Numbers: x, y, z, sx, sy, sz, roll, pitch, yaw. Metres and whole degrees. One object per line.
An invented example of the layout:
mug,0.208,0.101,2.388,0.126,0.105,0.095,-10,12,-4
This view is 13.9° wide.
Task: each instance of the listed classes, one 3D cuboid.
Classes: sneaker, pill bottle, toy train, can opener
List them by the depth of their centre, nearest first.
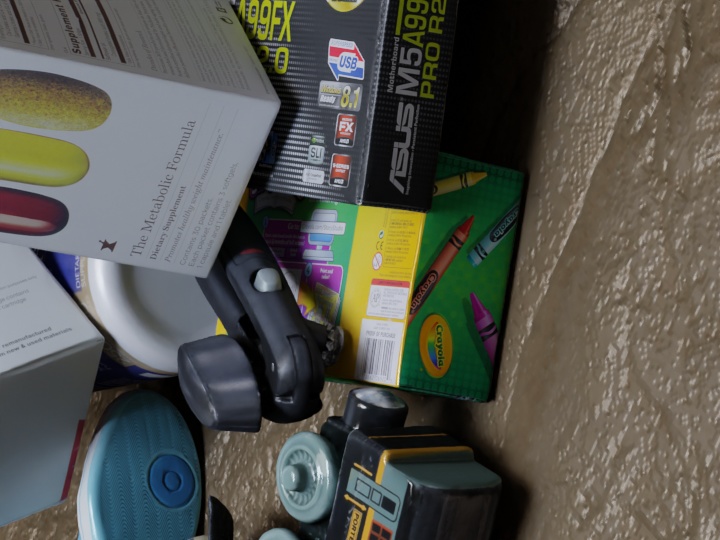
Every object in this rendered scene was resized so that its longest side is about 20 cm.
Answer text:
toy train,0.003,0.162,1.472,0.114,0.085,0.201,29,110,48
can opener,-0.060,0.013,1.532,0.200,0.078,0.064,-111,34,-54
sneaker,-0.156,0.175,1.734,0.130,0.079,0.201,-19,64,54
pill bottle,-0.147,0.011,1.735,0.200,0.115,0.116,-14,69,57

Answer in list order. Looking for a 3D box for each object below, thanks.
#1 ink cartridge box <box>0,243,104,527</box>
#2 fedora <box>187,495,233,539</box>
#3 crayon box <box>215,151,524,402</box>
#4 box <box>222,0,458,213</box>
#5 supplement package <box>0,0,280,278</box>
ink cartridge box,-0.243,0.032,1.702,0.200,0.083,0.146,49,143,29
fedora,-0.118,0.219,1.579,0.201,0.091,0.202,-176,90,-87
crayon box,0.000,0.000,1.551,0.200,0.058,0.119,5,84,59
box,-0.024,-0.118,1.516,0.200,0.044,0.161,12,96,58
supplement package,-0.161,-0.084,1.492,0.114,0.199,0.110,-66,30,27
